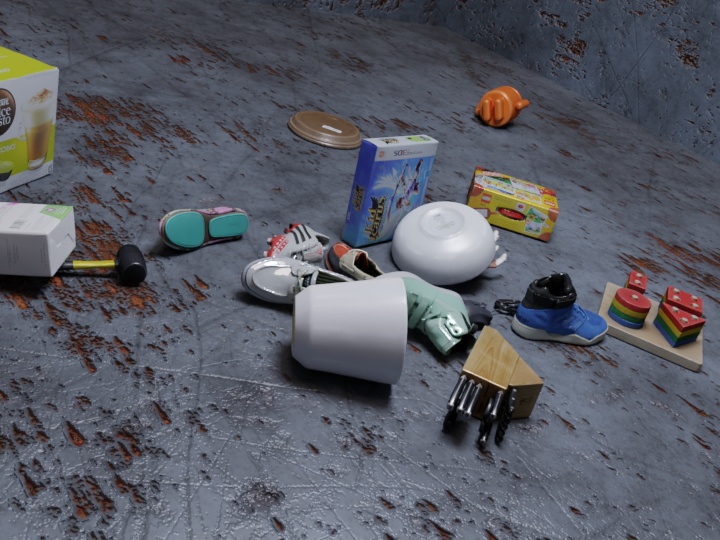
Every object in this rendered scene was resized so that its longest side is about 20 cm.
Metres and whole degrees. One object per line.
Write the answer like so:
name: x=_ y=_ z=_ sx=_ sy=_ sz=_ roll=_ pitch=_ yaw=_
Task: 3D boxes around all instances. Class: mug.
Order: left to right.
mug: x=-0.023 y=0.091 z=1.152 sx=0.151 sy=0.187 sz=0.151 roll=3 pitch=61 yaw=-8

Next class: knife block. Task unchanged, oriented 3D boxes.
knife block: x=0.164 y=0.162 z=1.163 sx=0.173 sy=0.065 sz=0.200 roll=2 pitch=30 yaw=-28

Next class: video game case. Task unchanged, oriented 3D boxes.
video game case: x=0.058 y=-0.155 z=1.547 sx=0.180 sy=0.203 sz=0.045 roll=-13 pitch=34 yaw=-45

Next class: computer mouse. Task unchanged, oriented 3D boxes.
computer mouse: x=0.230 y=0.066 z=1.417 sx=0.198 sy=0.034 sz=0.058 roll=-9 pitch=35 yaw=-41

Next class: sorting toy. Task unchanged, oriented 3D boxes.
sorting toy: x=0.564 y=0.082 z=1.539 sx=0.198 sy=0.070 sz=0.199 roll=24 pitch=28 yaw=13

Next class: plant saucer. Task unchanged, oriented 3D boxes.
plant saucer: x=-0.087 y=-0.362 z=2.050 sx=0.197 sy=0.030 sz=0.201 roll=14 pitch=27 yaw=-7

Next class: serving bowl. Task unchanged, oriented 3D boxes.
serving bowl: x=0.154 y=-0.066 z=1.503 sx=0.197 sy=0.066 sz=0.202 roll=-4 pitch=42 yaw=4

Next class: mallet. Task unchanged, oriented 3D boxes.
mallet: x=-0.419 y=-0.013 z=1.196 sx=0.197 sy=0.042 sz=0.066 roll=2 pitch=29 yaw=-18

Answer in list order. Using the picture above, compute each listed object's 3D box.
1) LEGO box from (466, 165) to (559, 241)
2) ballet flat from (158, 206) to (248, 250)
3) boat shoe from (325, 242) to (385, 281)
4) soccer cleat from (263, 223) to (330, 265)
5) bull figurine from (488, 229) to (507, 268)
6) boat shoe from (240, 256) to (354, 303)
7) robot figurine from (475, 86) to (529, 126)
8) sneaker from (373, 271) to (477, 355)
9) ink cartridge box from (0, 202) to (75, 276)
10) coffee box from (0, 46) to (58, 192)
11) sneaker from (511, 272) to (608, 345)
LEGO box: x=0.345 y=-0.156 z=1.853 sx=0.197 sy=0.078 sz=0.149 roll=17 pitch=26 yaw=1
ballet flat: x=-0.279 y=-0.076 z=1.372 sx=0.070 sy=0.070 sz=0.199 roll=12 pitch=16 yaw=35
boat shoe: x=0.000 y=0.000 z=1.379 sx=0.070 sy=0.063 sz=0.200 roll=-1 pitch=31 yaw=-27
soccer cleat: x=-0.109 y=-0.029 z=1.368 sx=0.084 sy=0.070 sz=0.200 roll=16 pitch=22 yaw=8
bull figurine: x=0.197 y=-0.059 z=1.584 sx=0.120 sy=0.066 sz=0.201 roll=-23 pitch=47 yaw=-13
boat shoe: x=-0.085 y=0.017 z=1.263 sx=0.197 sy=0.075 sz=0.067 roll=6 pitch=-6 yaw=-21
robot figurine: x=0.447 y=-0.525 z=2.567 sx=0.117 sy=0.144 sz=0.200 roll=52 pitch=34 yaw=3
sneaker: x=0.099 y=0.072 z=1.261 sx=0.198 sy=0.074 sz=0.119 roll=13 pitch=33 yaw=-29
ink cartridge box: x=-0.519 y=-0.047 z=1.137 sx=0.197 sy=0.068 sz=0.117 roll=3 pitch=23 yaw=-3
coffee box: x=-0.653 y=-0.262 z=1.345 sx=0.198 sy=0.200 sz=0.200 roll=22 pitch=27 yaw=11
sneaker: x=0.368 y=0.063 z=1.414 sx=0.197 sy=0.113 sz=0.077 roll=6 pitch=28 yaw=-21
